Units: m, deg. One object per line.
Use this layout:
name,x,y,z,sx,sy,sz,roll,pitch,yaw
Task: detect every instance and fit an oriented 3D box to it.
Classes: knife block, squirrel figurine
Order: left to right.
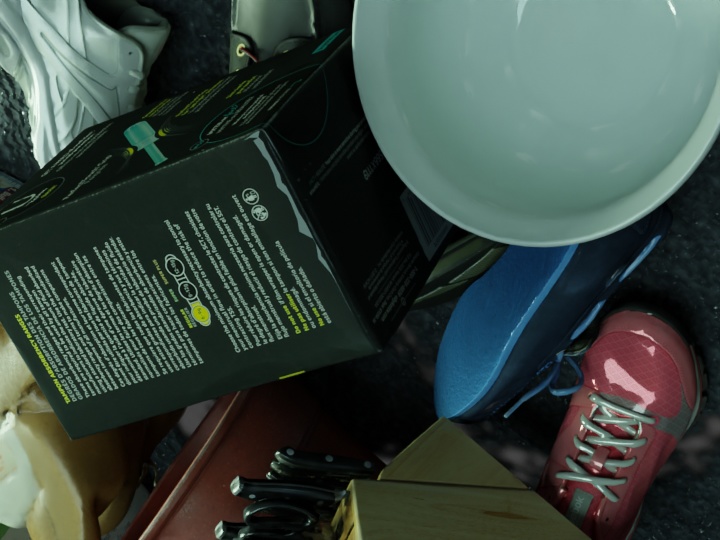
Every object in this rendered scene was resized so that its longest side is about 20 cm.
squirrel figurine,-0.166,0.068,1.032,0.141,0.186,0.201,15,111,25
knife block,0.022,0.170,0.896,0.200,0.175,0.064,39,140,15

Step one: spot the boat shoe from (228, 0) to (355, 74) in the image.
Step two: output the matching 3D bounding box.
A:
boat shoe,-0.038,-0.108,0.937,0.073,0.063,0.202,7,119,28

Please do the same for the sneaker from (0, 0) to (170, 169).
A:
sneaker,-0.153,-0.111,0.991,0.099,0.078,0.201,-15,123,10

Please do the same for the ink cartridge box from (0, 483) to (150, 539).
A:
ink cartridge box,-0.207,0.199,1.139,0.084,0.146,0.200,-28,108,37

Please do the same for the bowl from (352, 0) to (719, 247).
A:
bowl,0.102,-0.115,0.818,0.200,0.090,0.202,3,96,27

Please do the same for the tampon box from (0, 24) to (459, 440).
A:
tampon box,-0.075,-0.020,0.874,0.199,0.150,0.127,-17,111,30

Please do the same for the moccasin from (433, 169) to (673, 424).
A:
moccasin,0.104,0.028,0.912,0.068,0.081,0.200,9,144,-22

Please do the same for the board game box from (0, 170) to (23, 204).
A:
board game box,-0.288,-0.006,1.132,0.199,0.062,0.201,15,123,22

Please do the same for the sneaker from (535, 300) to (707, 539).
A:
sneaker,0.142,0.112,0.949,0.073,0.087,0.201,22,125,15

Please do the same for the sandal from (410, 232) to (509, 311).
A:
sandal,-0.001,0.000,0.972,0.200,0.080,0.058,-15,84,32

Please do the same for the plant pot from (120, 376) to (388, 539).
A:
plant pot,-0.037,0.182,1.034,0.195,0.201,0.201,35,129,-5
